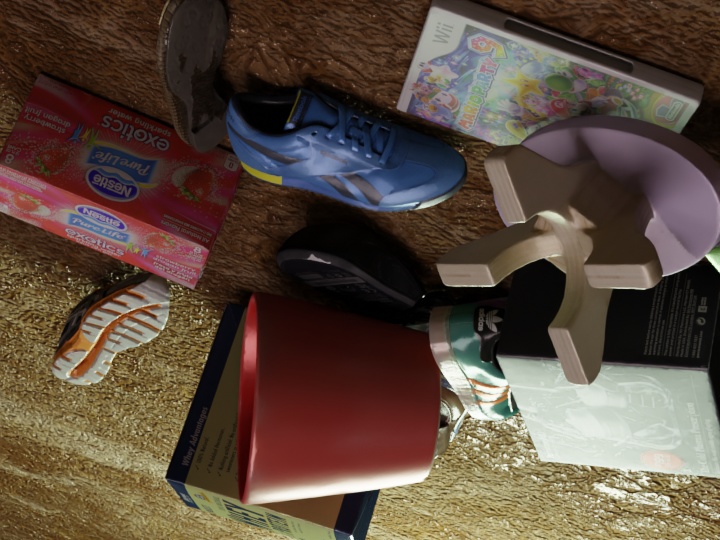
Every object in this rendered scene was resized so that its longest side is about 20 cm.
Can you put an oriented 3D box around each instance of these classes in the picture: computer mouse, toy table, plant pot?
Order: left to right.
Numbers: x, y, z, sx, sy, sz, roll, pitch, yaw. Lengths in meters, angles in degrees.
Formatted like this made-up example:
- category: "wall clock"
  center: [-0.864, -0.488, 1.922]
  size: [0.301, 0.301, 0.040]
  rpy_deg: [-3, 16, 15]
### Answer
- category: "plant pot"
  center: [-0.023, 0.125, 1.463]
  size: [0.176, 0.202, 0.201]
  rpy_deg: [3, 156, -9]
- category: "computer mouse"
  center: [0.000, 0.000, 1.435]
  size: [0.138, 0.053, 0.200]
  rpy_deg: [-2, 158, 38]
- category: "toy table"
  center: [0.153, -0.026, 1.100]
  size: [0.199, 0.117, 0.185]
  rpy_deg: [-15, 110, 50]

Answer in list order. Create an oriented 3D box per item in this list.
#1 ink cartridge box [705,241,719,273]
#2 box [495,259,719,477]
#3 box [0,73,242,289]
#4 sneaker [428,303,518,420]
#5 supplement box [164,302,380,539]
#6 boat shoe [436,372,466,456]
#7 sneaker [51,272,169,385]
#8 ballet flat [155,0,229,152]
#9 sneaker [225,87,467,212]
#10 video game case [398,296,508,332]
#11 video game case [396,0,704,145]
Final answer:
- category: "ink cartridge box"
  center: [0.366, 0.001, 1.140]
  size: [0.145, 0.085, 0.200]
  rpy_deg: [-6, 144, 42]
- category: "box"
  center: [0.233, 0.087, 1.353]
  size: [0.181, 0.105, 0.200]
  rpy_deg: [3, 147, 23]
- category: "box"
  center: [-0.214, -0.077, 1.366]
  size: [0.199, 0.100, 0.096]
  rpy_deg: [23, 154, -6]
- category: "sneaker"
  center: [0.131, 0.089, 1.446]
  size: [0.079, 0.072, 0.200]
  rpy_deg: [-5, 154, 22]
- category: "supplement box"
  center: [-0.070, 0.167, 1.613]
  size: [0.198, 0.201, 0.134]
  rpy_deg: [15, 162, 9]
- category: "boat shoe"
  center: [0.075, 0.158, 1.625]
  size: [0.072, 0.073, 0.200]
  rpy_deg: [22, 162, 15]
- category: "sneaker"
  center: [-0.275, 0.049, 1.688]
  size: [0.078, 0.078, 0.200]
  rpy_deg: [29, 135, -29]
- category: "ballet flat"
  center: [-0.135, -0.160, 1.209]
  size: [0.046, 0.067, 0.200]
  rpy_deg: [44, 164, 19]
- category: "sneaker"
  center: [-0.014, -0.100, 1.226]
  size: [0.198, 0.066, 0.079]
  rpy_deg: [12, 150, 15]
- category: "video game case"
  center: [0.132, 0.076, 1.522]
  size: [0.199, 0.019, 0.143]
  rpy_deg: [-10, 141, 46]
- category: "video game case"
  center: [0.133, -0.126, 1.129]
  size: [0.198, 0.018, 0.143]
  rpy_deg: [20, 155, 0]
